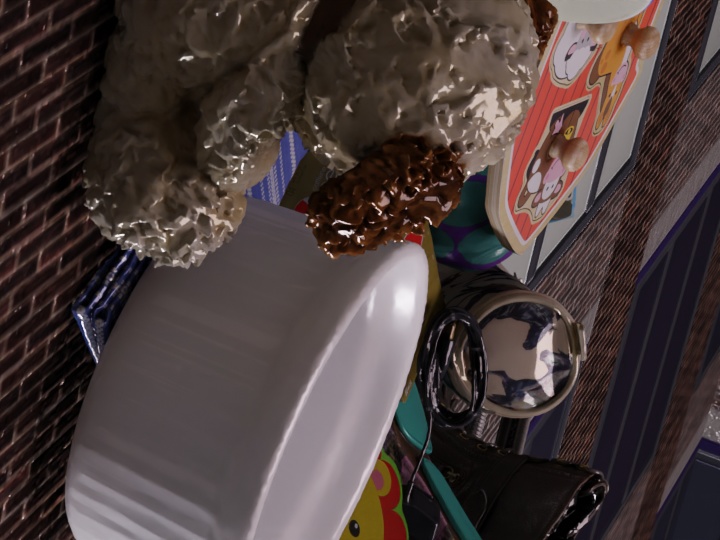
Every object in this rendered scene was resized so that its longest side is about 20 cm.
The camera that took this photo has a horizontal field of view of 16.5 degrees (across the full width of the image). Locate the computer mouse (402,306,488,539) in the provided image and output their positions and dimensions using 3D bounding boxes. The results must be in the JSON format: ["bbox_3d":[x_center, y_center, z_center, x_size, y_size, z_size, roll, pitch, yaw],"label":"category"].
[{"bbox_3d":[0.028,0.116,1.433,0.034,0.058,0.201,-123,-128,-78],"label":"computer mouse"}]

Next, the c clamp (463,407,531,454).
[{"bbox_3d":[0.082,0.125,1.695,0.171,0.027,0.201,-48,-159,50],"label":"c clamp"}]

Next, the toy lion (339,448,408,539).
[{"bbox_3d":[-0.043,0.152,1.319,0.200,0.068,0.193,11,68,-51],"label":"toy lion"}]

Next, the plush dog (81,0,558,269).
[{"bbox_3d":[-0.008,-0.095,1.003,0.200,0.171,0.161,-58,160,-32],"label":"plush dog"}]

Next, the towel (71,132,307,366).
[{"bbox_3d":[-0.075,-0.026,1.165,0.201,0.024,0.145,-61,165,-25],"label":"towel"}]

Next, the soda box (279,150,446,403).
[{"bbox_3d":[0.000,0.000,1.373,0.200,0.064,0.068,76,37,-66],"label":"soda box"}]

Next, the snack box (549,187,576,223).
[{"bbox_3d":[0.100,-0.130,1.500,0.200,0.037,0.117,87,-12,-56],"label":"snack box"}]

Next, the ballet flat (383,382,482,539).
[{"bbox_3d":[0.019,0.123,1.504,0.071,0.201,0.069,-31,148,11],"label":"ballet flat"}]

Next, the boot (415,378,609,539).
[{"bbox_3d":[0.077,0.124,1.576,0.200,0.173,0.069,-57,145,-38],"label":"boot"}]

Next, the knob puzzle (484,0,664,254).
[{"bbox_3d":[0.129,-0.095,1.410,0.220,0.030,0.220,-52,158,-30],"label":"knob puzzle"}]

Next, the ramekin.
[{"bbox_3d":[-0.053,0.063,1.137,0.201,0.097,0.201,-60,166,-26],"label":"ramekin"}]

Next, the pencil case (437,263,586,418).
[{"bbox_3d":[0.079,0.034,1.519,0.200,0.089,0.078,-136,-155,-76],"label":"pencil case"}]

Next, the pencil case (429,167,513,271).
[{"bbox_3d":[0.058,-0.084,1.433,0.200,0.085,0.093,86,-3,-59],"label":"pencil case"}]

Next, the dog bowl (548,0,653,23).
[{"bbox_3d":[0.052,-0.189,1.049,0.079,0.199,0.200,-63,164,-12],"label":"dog bowl"}]
